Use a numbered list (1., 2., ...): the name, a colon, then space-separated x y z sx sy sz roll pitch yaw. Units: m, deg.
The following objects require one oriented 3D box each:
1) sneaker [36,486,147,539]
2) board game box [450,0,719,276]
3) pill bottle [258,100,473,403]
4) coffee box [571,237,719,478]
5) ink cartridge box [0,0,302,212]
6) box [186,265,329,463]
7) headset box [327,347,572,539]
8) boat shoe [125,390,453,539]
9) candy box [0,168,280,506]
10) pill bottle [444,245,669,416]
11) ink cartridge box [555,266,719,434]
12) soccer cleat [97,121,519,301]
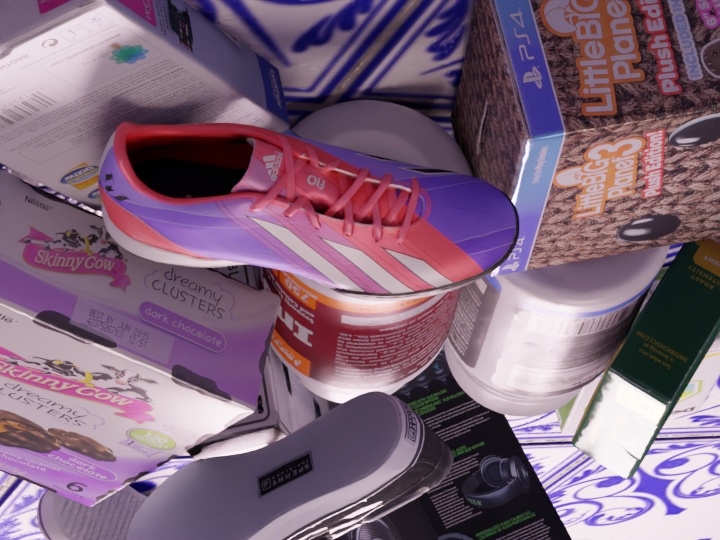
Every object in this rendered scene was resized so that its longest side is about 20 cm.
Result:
1. sneaker: -0.204 0.209 1.609 0.114 0.073 0.200 -19 157 23
2. board game box: 0.157 -0.087 1.069 0.199 0.097 0.160 -10 157 -7
3. pill bottle: 0.000 0.000 1.170 0.113 0.113 0.200 -10 157 -7
4. coffee box: 0.193 0.012 1.227 0.044 0.200 0.123 31 157 9
5. ink cartridge box: -0.117 -0.082 1.013 0.119 0.042 0.200 -22 153 21
6. box: -0.065 0.075 1.312 0.060 0.117 0.200 -13 159 6
7. headset box: 0.037 0.155 1.455 0.093 0.200 0.174 -19 164 -29
8. boat shoe: -0.040 0.131 1.210 0.199 0.074 0.068 -31 137 20
9. candy box: -0.166 0.043 1.140 0.167 0.072 0.200 25 148 -23
10. pill bottle: 0.106 0.007 1.242 0.113 0.114 0.200 -9 157 -9
11. ink cartridge box: 0.188 0.065 1.489 0.103 0.059 0.200 -9 157 -9
12. soccer cleat: -0.024 -0.032 1.001 0.199 0.068 0.073 6 155 1
